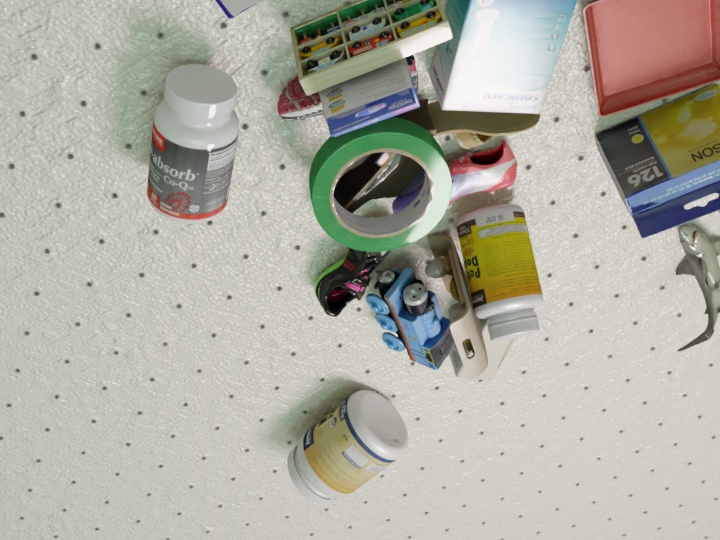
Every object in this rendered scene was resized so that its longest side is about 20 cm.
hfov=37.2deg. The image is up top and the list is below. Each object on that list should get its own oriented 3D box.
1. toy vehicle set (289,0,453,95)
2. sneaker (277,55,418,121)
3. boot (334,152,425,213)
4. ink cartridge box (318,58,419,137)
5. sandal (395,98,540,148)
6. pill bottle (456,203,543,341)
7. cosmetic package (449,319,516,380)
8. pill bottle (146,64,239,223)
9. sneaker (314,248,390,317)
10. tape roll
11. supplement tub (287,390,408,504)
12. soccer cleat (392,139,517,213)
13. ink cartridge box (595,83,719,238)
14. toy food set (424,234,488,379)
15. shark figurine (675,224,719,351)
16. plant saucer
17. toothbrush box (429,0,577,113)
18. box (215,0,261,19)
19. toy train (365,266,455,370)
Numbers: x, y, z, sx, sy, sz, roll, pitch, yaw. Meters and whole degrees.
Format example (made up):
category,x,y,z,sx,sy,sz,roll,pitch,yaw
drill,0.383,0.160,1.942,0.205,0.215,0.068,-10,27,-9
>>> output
category,x,y,z,sx,sy,sz,roll,pitch,yaw
toy vehicle set,0.011,-0.305,1.375,0.200,0.124,0.027,-21,134,7
sneaker,-0.016,-0.238,1.467,0.200,0.081,0.075,-14,137,1
boot,0.028,-0.120,1.595,0.097,0.075,0.200,24,123,-27
ink cartridge box,0.006,-0.244,1.380,0.119,0.200,0.042,-19,134,7
sandal,0.148,-0.210,1.549,0.212,0.078,0.070,-4,155,-5
pill bottle,0.219,0.005,1.658,0.109,0.200,0.109,-11,170,-2
cosmetic package,0.218,0.082,1.814,0.073,0.104,0.200,7,133,-19
pill bottle,-0.227,-0.172,1.460,0.116,0.116,0.200,2,133,-14
sneaker,0.000,0.000,1.698,0.077,0.084,0.200,17,128,-27
tape roll,0.028,-0.120,1.516,0.200,0.048,0.201,-5,127,-6
supplement tub,-0.026,0.328,1.970,0.144,0.144,0.200,30,121,-34
soccer cleat,0.139,-0.138,1.612,0.200,0.067,0.076,-17,127,1
ink cartridge box,0.466,-0.162,1.560,0.198,0.200,0.047,-22,135,9
toy food set,0.148,0.056,1.703,0.060,0.200,0.144,-16,135,8
shark figurine,0.578,0.024,1.838,0.128,0.215,0.089,-12,-175,-42
plant saucer,0.415,-0.328,1.503,0.200,0.037,0.200,-18,135,4
toothbrush box,0.189,-0.315,1.432,0.146,0.085,0.200,-1,133,-13
box,-0.156,-0.416,1.177,0.105,0.200,0.184,-26,133,14
toy train,0.086,0.076,1.761,0.114,0.087,0.200,20,149,32
